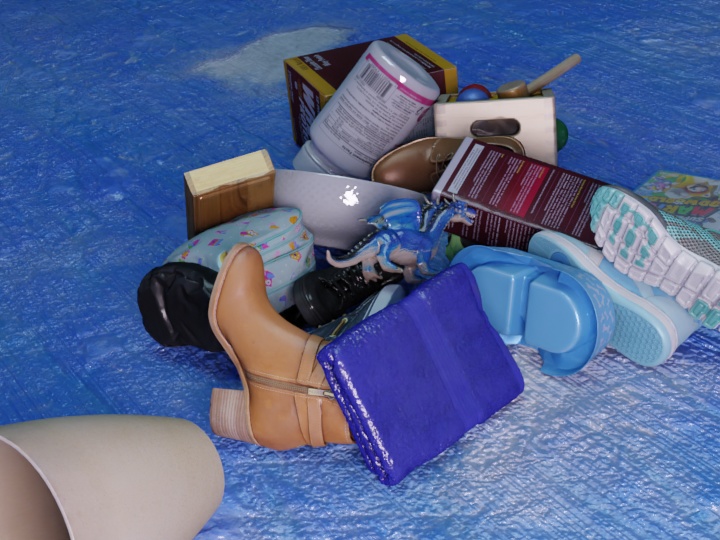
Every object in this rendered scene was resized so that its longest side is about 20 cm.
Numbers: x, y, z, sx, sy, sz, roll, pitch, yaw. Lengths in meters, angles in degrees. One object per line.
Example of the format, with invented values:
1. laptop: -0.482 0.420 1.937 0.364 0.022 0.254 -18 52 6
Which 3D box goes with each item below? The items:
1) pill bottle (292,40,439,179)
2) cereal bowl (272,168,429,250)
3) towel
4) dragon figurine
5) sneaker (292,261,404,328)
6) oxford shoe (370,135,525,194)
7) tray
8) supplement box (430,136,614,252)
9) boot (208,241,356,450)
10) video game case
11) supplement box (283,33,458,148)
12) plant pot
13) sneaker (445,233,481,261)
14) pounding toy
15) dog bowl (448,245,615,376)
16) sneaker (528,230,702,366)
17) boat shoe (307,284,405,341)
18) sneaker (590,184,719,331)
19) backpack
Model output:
1. pill bottle: 0.004 -0.194 1.691 0.113 0.200 0.113 34 20 -14
2. cereal bowl: -0.020 -0.067 1.553 0.199 0.084 0.200 11 0 0
3. towel: 0.057 0.097 1.212 0.200 0.148 0.049 -30 6 -38
4. dragon figurine: 0.035 -0.041 1.370 0.199 0.100 0.059 3 -16 -30
5. sneaker: 0.002 0.003 1.417 0.104 0.060 0.200 -30 0 20
6. oxford shoe: 0.107 -0.136 1.610 0.199 0.072 0.071 -11 5 11
7. tray: -0.155 -0.066 1.516 0.098 0.200 0.037 -18 67 -14
8. supplement box: 0.191 -0.072 1.460 0.199 0.061 0.109 20 50 16
9. boot: -0.067 0.073 1.228 0.155 0.201 0.077 0 -10 26
10. video game case: 0.388 -0.070 1.572 0.143 0.018 0.200 15 35 35
11. supplement box: 0.016 -0.241 1.863 0.199 0.133 0.197 -15 28 -15
12. plant pot: -0.214 0.195 1.060 0.187 0.188 0.200 16 21 37
13. sneaker: 0.172 -0.076 1.563 0.077 0.084 0.200 11 33 30
14. pounding toy: 0.204 -0.209 1.716 0.199 0.143 0.184 -3 12 7
15. dog bowl: 0.178 0.036 1.327 0.049 0.112 0.200 -13 24 -43
16. sneaker: 0.282 0.012 1.353 0.130 0.080 0.200 -24 54 -34
17. boat shoe: -0.017 0.072 1.336 0.091 0.071 0.200 3 29 20
18. sneaker: 0.323 -0.021 1.295 0.200 0.078 0.091 42 42 16
19. backpack: -0.131 0.010 1.426 0.167 0.127 0.200 13 30 39
